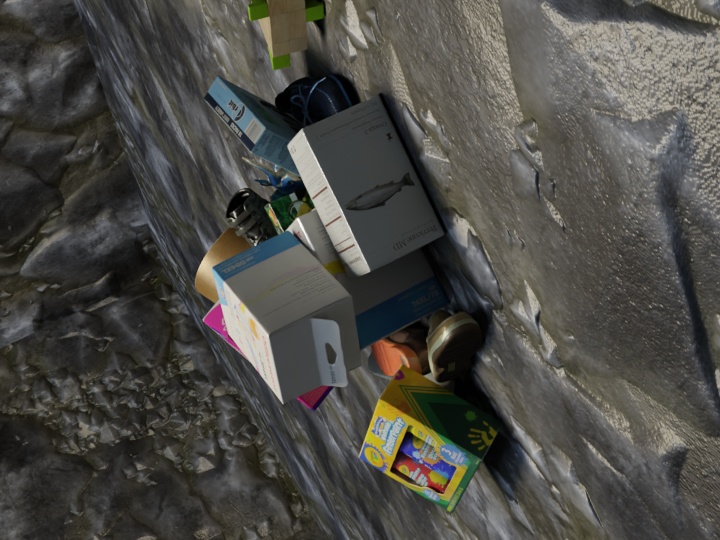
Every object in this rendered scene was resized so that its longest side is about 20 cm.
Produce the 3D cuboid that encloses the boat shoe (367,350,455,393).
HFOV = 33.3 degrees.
[{"bbox_3d":[0.090,0.161,1.840,0.064,0.071,0.200,35,174,-33],"label":"boat shoe"}]

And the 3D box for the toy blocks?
[{"bbox_3d":[-0.116,-0.389,1.599,0.200,0.099,0.137,89,163,-56],"label":"toy blocks"}]

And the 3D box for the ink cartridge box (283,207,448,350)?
[{"bbox_3d":[0.000,0.000,1.694,0.201,0.145,0.147,63,162,3],"label":"ink cartridge box"}]

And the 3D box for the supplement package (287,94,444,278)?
[{"bbox_3d":[0.005,-0.106,1.569,0.201,0.116,0.117,64,165,-1],"label":"supplement package"}]

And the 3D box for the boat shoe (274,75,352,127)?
[{"bbox_3d":[-0.067,-0.229,1.701,0.085,0.068,0.200,67,165,-13],"label":"boat shoe"}]

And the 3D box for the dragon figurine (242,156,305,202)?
[{"bbox_3d":[-0.123,-0.133,1.852,0.099,0.200,0.059,-42,72,31],"label":"dragon figurine"}]

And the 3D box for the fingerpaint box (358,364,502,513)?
[{"bbox_3d":[0.096,0.248,1.740,0.166,0.073,0.200,30,147,9],"label":"fingerpaint box"}]

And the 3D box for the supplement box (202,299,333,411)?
[{"bbox_3d":[-0.123,0.106,1.809,0.200,0.103,0.101,45,169,-29],"label":"supplement box"}]

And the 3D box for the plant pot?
[{"bbox_3d":[-0.135,0.028,1.954,0.200,0.186,0.187,42,159,16],"label":"plant pot"}]

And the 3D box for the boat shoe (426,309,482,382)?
[{"bbox_3d":[0.114,0.088,1.623,0.200,0.071,0.077,101,152,-67],"label":"boat shoe"}]

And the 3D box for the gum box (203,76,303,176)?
[{"bbox_3d":[-0.109,-0.191,1.735,0.199,0.045,0.170,24,-163,-42],"label":"gum box"}]

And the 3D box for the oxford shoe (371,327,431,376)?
[{"bbox_3d":[0.067,0.118,1.806,0.200,0.073,0.072,30,139,65],"label":"oxford shoe"}]

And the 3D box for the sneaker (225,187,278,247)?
[{"bbox_3d":[-0.151,-0.045,1.810,0.099,0.071,0.201,33,-155,-42],"label":"sneaker"}]

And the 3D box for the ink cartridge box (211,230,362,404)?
[{"bbox_3d":[-0.092,0.067,1.601,0.200,0.125,0.129,45,153,46],"label":"ink cartridge box"}]

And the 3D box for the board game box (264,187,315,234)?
[{"bbox_3d":[-0.054,-0.026,1.785,0.201,0.104,0.023,63,150,3],"label":"board game box"}]
